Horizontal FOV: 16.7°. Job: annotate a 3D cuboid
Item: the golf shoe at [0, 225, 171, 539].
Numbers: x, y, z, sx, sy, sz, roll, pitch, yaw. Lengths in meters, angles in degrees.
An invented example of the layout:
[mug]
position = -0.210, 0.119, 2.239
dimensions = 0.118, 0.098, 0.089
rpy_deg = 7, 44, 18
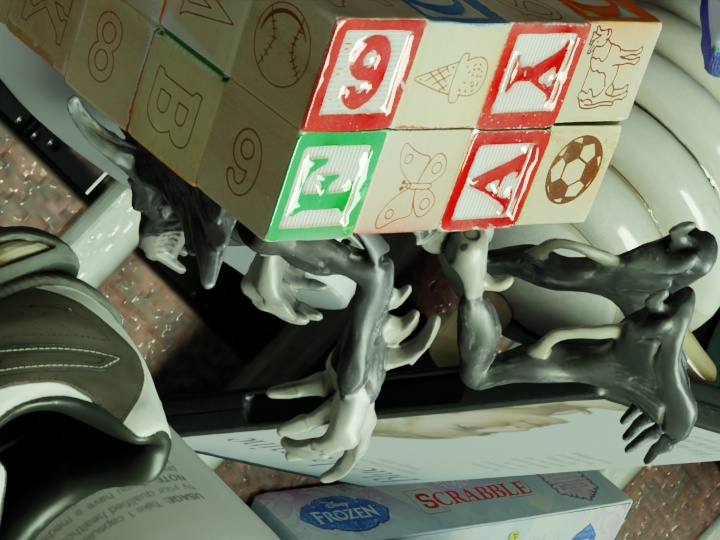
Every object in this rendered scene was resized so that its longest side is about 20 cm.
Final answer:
[golf shoe]
position = -0.142, 0.063, 0.643
dimensions = 0.200, 0.094, 0.078
rpy_deg = -33, 142, -19

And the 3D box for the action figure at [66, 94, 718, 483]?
[action figure]
position = 0.000, 0.000, 0.705
dimensions = 0.200, 0.119, 0.102
rpy_deg = 20, 124, -14

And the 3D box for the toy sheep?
[toy sheep]
position = 0.090, -0.030, 0.883
dimensions = 0.200, 0.138, 0.138
rpy_deg = -50, 150, -35

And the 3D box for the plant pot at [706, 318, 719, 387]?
[plant pot]
position = 0.241, 0.057, 1.118
dimensions = 0.200, 0.134, 0.201
rpy_deg = -26, 138, -27

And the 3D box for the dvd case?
[dvd case]
position = 0.038, 0.056, 0.882
dimensions = 0.143, 0.200, 0.018
rpy_deg = 17, 70, -51

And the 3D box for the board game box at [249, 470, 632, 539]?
[board game box]
position = 0.005, 0.178, 1.059
dimensions = 0.199, 0.041, 0.200
rpy_deg = -1, 123, -45

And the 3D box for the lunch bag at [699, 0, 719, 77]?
[lunch bag]
position = 0.182, -0.164, 0.841
dimensions = 0.200, 0.127, 0.170
rpy_deg = -74, 180, -63

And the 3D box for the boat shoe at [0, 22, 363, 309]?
[boat shoe]
position = -0.051, -0.051, 0.785
dimensions = 0.200, 0.069, 0.057
rpy_deg = 44, 66, -54

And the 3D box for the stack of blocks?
[stack of blocks]
position = -0.034, -0.083, 0.649
dimensions = 0.115, 0.200, 0.059
rpy_deg = -5, 124, -44

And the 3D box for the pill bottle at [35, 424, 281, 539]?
[pill bottle]
position = -0.078, 0.113, 0.781
dimensions = 0.114, 0.200, 0.115
rpy_deg = -27, 138, -27
